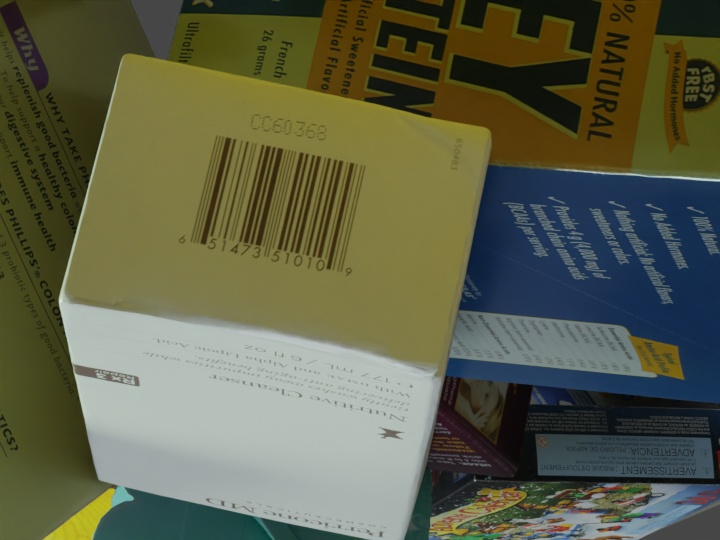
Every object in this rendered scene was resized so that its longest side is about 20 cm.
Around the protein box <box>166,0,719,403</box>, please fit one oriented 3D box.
[{"bbox_3d":[0.069,-0.054,0.931,0.200,0.135,0.199,5,158,21],"label":"protein box"}]

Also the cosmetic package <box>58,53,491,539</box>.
[{"bbox_3d":[-0.026,0.016,0.861,0.113,0.081,0.200,11,160,4],"label":"cosmetic package"}]

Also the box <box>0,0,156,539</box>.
[{"bbox_3d":[-0.144,-0.002,0.983,0.097,0.200,0.176,-18,101,35],"label":"box"}]

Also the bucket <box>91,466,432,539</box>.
[{"bbox_3d":[-0.051,0.158,1.183,0.135,0.207,0.207,9,160,-2],"label":"bucket"}]

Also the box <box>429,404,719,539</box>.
[{"bbox_3d":[0.077,0.107,1.336,0.137,0.038,0.200,2,162,-20],"label":"box"}]

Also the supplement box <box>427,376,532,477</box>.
[{"bbox_3d":[0.000,0.000,1.158,0.086,0.110,0.200,2,158,29],"label":"supplement box"}]

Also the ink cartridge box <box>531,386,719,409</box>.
[{"bbox_3d":[0.181,0.058,1.311,0.200,0.042,0.119,0,156,23],"label":"ink cartridge box"}]

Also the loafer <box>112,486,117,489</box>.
[{"bbox_3d":[-0.076,0.096,1.541,0.076,0.067,0.200,9,176,19],"label":"loafer"}]
